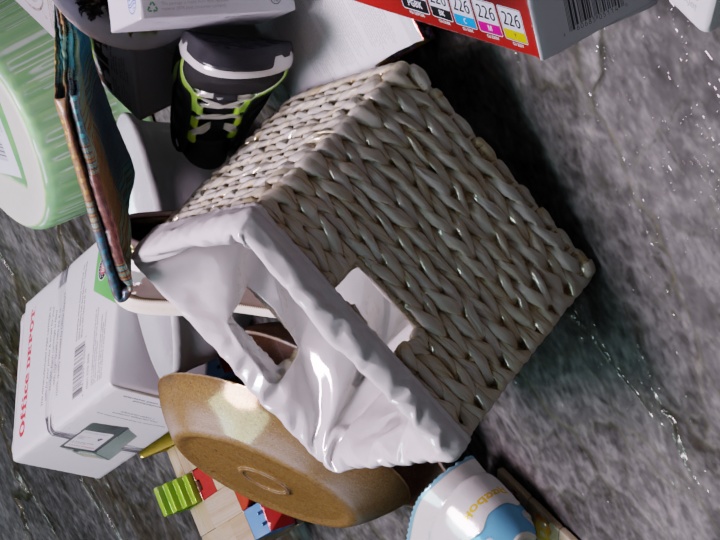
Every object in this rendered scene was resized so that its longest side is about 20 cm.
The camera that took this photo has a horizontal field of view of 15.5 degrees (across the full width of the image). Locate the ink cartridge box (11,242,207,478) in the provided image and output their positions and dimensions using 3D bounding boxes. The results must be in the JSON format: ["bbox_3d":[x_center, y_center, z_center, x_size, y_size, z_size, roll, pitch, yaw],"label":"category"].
[{"bbox_3d":[-0.198,0.065,2.098,0.200,0.084,0.146,-35,47,54],"label":"ink cartridge box"}]

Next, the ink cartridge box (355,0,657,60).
[{"bbox_3d":[0.052,-0.224,1.419,0.200,0.084,0.176,24,135,53],"label":"ink cartridge box"}]

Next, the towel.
[{"bbox_3d":[-0.169,-0.083,1.698,0.200,0.022,0.147,-104,-1,-65],"label":"towel"}]

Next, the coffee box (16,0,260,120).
[{"bbox_3d":[-0.163,-0.206,1.827,0.200,0.114,0.080,42,149,35],"label":"coffee box"}]

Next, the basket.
[{"bbox_3d":[0.000,0.000,1.616,0.198,0.161,0.200,48,158,-13],"label":"basket"}]

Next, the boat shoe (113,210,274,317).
[{"bbox_3d":[-0.070,-0.011,1.778,0.072,0.200,0.060,-87,-5,-50],"label":"boat shoe"}]

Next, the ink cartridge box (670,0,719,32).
[{"bbox_3d":[0.159,-0.233,1.199,0.144,0.084,0.200,49,153,27],"label":"ink cartridge box"}]

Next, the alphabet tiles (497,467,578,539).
[{"bbox_3d":[0.126,0.232,1.854,0.166,0.006,0.200,44,150,35],"label":"alphabet tiles"}]

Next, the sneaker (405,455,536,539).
[{"bbox_3d":[0.076,0.217,1.839,0.081,0.077,0.200,43,153,26],"label":"sneaker"}]

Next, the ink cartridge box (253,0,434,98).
[{"bbox_3d":[-0.009,-0.175,1.634,0.109,0.050,0.200,64,155,-3],"label":"ink cartridge box"}]

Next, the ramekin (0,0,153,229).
[{"bbox_3d":[-0.256,-0.130,2.107,0.200,0.098,0.200,44,151,33],"label":"ramekin"}]

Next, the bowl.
[{"bbox_3d":[-0.116,-0.022,1.924,0.201,0.090,0.201,170,90,-78],"label":"bowl"}]

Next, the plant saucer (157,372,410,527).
[{"bbox_3d":[-0.062,0.137,1.897,0.200,0.035,0.200,23,161,8],"label":"plant saucer"}]

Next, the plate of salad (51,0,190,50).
[{"bbox_3d":[-0.141,-0.239,1.667,0.048,0.200,0.200,-2,116,38],"label":"plate of salad"}]

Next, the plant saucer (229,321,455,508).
[{"bbox_3d":[-0.007,0.095,1.870,0.200,0.037,0.200,31,160,13],"label":"plant saucer"}]

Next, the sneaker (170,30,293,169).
[{"bbox_3d":[-0.084,-0.105,1.681,0.200,0.072,0.083,180,95,-84],"label":"sneaker"}]

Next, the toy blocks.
[{"bbox_3d":[-0.095,0.141,2.106,0.137,0.100,0.200,-35,74,53],"label":"toy blocks"}]

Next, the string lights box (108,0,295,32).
[{"bbox_3d":[-0.107,-0.250,1.608,0.059,0.103,0.200,171,94,-65],"label":"string lights box"}]
